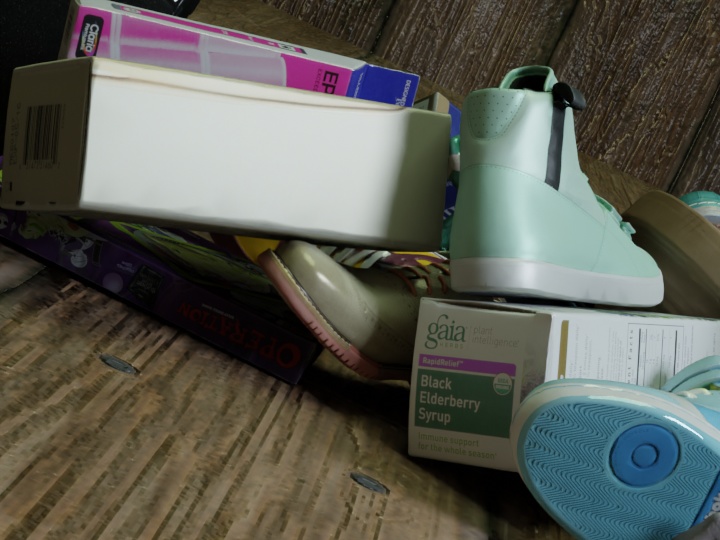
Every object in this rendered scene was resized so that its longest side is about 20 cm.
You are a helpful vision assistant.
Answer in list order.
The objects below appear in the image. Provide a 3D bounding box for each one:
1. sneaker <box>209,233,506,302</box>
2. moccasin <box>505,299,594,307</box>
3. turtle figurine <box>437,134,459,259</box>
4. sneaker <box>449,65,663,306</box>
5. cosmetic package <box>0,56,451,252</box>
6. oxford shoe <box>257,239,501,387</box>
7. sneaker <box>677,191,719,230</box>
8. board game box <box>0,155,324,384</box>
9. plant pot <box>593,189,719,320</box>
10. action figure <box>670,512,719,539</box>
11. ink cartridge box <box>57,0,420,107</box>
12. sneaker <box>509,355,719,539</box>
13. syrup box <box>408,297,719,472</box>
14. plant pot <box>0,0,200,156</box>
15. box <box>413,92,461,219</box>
[{"bbox_3d":[0.000,0.000,1.195,0.199,0.075,0.090,25,5,3],"label":"sneaker"},{"bbox_3d":[0.179,0.051,1.337,0.199,0.068,0.081,17,37,-35],"label":"moccasin"},{"bbox_3d":[0.062,-0.011,1.357,0.199,0.101,0.150,16,-28,-21],"label":"turtle figurine"},{"bbox_3d":[0.109,-0.042,1.073,0.073,0.119,0.200,1,-3,27],"label":"sneaker"},{"bbox_3d":[-0.066,-0.054,1.030,0.199,0.074,0.103,5,-1,-32],"label":"cosmetic package"},{"bbox_3d":[0.022,0.015,1.070,0.200,0.074,0.071,27,21,-53],"label":"oxford shoe"},{"bbox_3d":[0.196,-0.009,1.399,0.071,0.080,0.200,5,-30,-12],"label":"sneaker"},{"bbox_3d":[-0.108,-0.005,1.096,0.199,0.032,0.120,27,14,3],"label":"board game box"},{"bbox_3d":[0.197,0.060,1.213,0.201,0.093,0.201,51,-5,6],"label":"plant pot"},{"bbox_3d":[0.249,0.165,0.882,0.192,0.105,0.200,11,11,-18],"label":"action figure"},{"bbox_3d":[-0.069,-0.079,1.125,0.199,0.095,0.037,11,15,-18],"label":"ink cartridge box"},{"bbox_3d":[0.146,0.080,0.990,0.199,0.080,0.131,23,21,-22],"label":"sneaker"},{"bbox_3d":[0.111,0.059,1.062,0.078,0.082,0.199,4,1,35],"label":"syrup box"},{"bbox_3d":[-0.205,-0.166,1.260,0.177,0.200,0.200,35,9,-4],"label":"plant pot"},{"bbox_3d":[0.071,-0.041,1.425,0.121,0.033,0.200,-20,-41,40],"label":"box"}]
